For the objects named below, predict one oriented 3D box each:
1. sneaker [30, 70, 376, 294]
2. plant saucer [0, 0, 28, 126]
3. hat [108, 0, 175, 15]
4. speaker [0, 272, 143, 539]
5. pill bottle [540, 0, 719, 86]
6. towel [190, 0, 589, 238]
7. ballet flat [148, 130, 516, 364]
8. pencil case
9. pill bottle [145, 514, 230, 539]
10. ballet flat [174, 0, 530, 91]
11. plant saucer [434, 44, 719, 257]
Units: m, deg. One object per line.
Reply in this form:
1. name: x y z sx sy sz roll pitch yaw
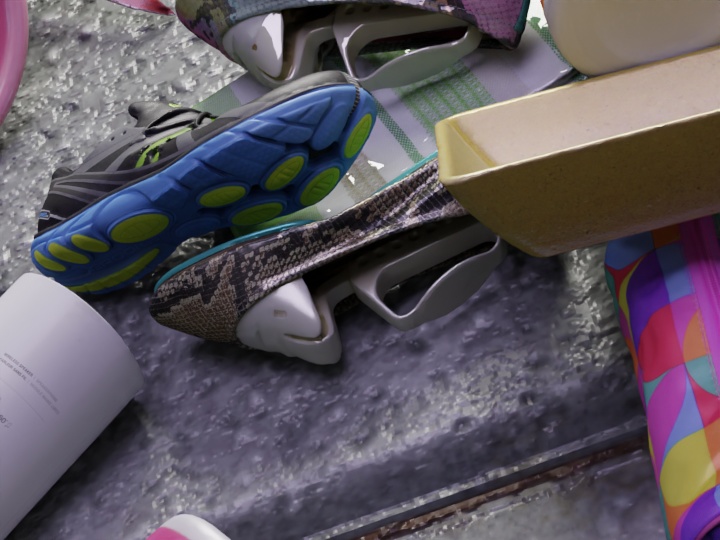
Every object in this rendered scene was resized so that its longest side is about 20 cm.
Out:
1. sneaker: -0.083 -0.056 1.409 0.199 0.071 0.083 -23 53 30
2. plant saucer: -0.280 -0.130 1.551 0.200 0.201 0.051 -36 8 -11
3. hat: -0.249 -0.164 1.627 0.200 0.165 0.176 -40 67 45
4. speaker: -0.191 0.095 1.336 0.081 0.081 0.200 21 60 39
5. pill bottle: 0.127 -0.186 1.400 0.109 0.110 0.200 -19 40 7
6. towel: 0.012 -0.083 1.459 0.200 0.031 0.149 -31 40 -2
7. ballet flat: 0.000 0.000 1.356 0.200 0.068 0.075 -24 62 0
8. pencil case: 0.156 0.054 1.205 0.088 0.088 0.200 -19 41 7
9. pill bottle: -0.108 0.203 1.162 0.200 0.113 0.113 -42 44 -16
10. ballet flat: -0.008 -0.122 1.445 0.199 0.069 0.071 -6 66 25
11. plant saucer: 0.135 -0.056 1.250 0.199 0.049 0.200 -14 9 4
